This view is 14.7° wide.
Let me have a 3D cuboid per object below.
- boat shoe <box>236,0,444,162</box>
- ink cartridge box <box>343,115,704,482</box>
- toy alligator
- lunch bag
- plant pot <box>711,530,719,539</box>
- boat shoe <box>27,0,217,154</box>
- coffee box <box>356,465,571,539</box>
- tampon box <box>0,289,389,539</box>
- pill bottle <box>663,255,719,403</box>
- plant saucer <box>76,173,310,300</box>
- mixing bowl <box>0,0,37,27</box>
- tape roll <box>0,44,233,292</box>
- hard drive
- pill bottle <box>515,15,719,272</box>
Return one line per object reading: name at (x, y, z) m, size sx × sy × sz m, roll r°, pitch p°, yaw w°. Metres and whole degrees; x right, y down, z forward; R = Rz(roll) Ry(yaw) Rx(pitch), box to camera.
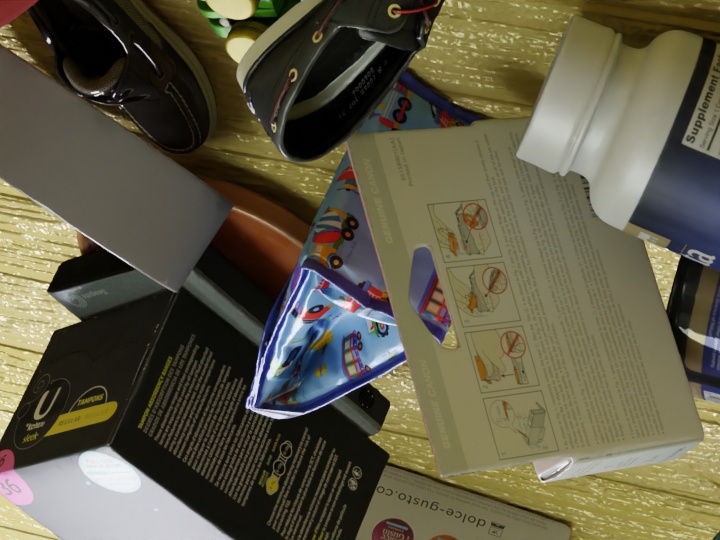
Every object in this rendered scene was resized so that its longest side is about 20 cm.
boat shoe at (0.016, -0.139, 1.446) m, size 0.074 × 0.063 × 0.201 m, roll 16°, pitch 126°, yaw -45°
ink cartridge box at (0.082, 0.016, 1.521) m, size 0.173 × 0.201 × 0.044 m, roll -7°, pitch 162°, yaw -29°
toy alligator at (-0.059, -0.137, 1.520) m, size 0.054 × 0.059 × 0.200 m, roll 8°, pitch 147°, yaw 23°
lunch bag at (0.000, 0.000, 1.658) m, size 0.094 × 0.151 × 0.200 m, roll 28°, pitch 149°, yaw -7°
plant pot at (0.306, 0.205, 1.783) m, size 0.199 × 0.135 × 0.200 m, roll 17°, pitch 149°, yaw 11°
boat shoe at (-0.150, -0.129, 1.643) m, size 0.073 × 0.065 × 0.200 m, roll 0°, pitch 142°, yaw 33°
coffee box at (0.028, 0.283, 2.030) m, size 0.199 × 0.198 × 0.200 m, roll 17°, pitch 149°, yaw 11°
tampon box at (-0.114, 0.131, 1.834) m, size 0.200 × 0.127 × 0.150 m, roll 40°, pitch 145°, yaw -25°
pill bottle at (0.277, 0.037, 1.568) m, size 0.199 × 0.112 × 0.112 m, roll 14°, pitch 148°, yaw 15°
plant saucer at (-0.089, -0.002, 1.832) m, size 0.199 × 0.032 × 0.201 m, roll 17°, pitch 149°, yaw 10°
mixing bowl at (-0.210, -0.208, 1.477) m, size 0.108 × 0.201 × 0.200 m, roll -12°, pitch 167°, yaw -32°
tape roll at (-0.175, -0.068, 1.665) m, size 0.200 × 0.066 × 0.200 m, roll 33°, pitch 178°, yaw 1°
hard drive at (-0.094, 0.050, 1.853) m, size 0.139 × 0.033 × 0.200 m, roll -14°, pitch 133°, yaw 46°
pill bottle at (0.189, -0.060, 1.478) m, size 0.199 × 0.111 × 0.111 m, roll 23°, pitch 149°, yaw 2°
